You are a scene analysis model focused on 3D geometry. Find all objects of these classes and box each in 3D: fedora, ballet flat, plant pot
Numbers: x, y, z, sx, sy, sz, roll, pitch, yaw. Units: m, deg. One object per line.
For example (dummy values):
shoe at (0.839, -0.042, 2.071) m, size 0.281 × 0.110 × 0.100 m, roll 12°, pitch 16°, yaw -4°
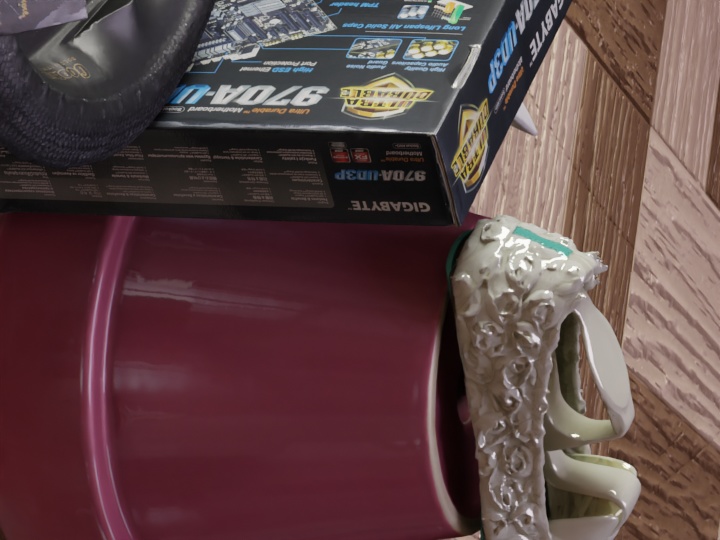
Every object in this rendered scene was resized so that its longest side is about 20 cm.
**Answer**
fedora at (-0.125, -0.132, 1.066) m, size 0.201 × 0.091 × 0.201 m, roll 6°, pitch 90°, yaw -67°
ballet flat at (0.076, 0.069, 1.169) m, size 0.072 × 0.072 × 0.200 m, roll -61°, pitch 149°, yaw -48°
plant pot at (-0.033, 0.037, 1.218) m, size 0.200 × 0.179 × 0.201 m, roll 3°, pitch 90°, yaw -70°

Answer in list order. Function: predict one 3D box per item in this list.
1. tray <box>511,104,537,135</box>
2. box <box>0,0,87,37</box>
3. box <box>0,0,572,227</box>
tray at (0.016, -0.115, 1.420) m, size 0.022 × 0.107 × 0.200 m, roll -62°, pitch 157°, yaw -1°
box at (-0.169, -0.160, 0.890) m, size 0.157 × 0.050 × 0.200 m, roll -16°, pitch 113°, yaw -28°
box at (-0.033, -0.083, 1.166) m, size 0.159 × 0.200 × 0.046 m, roll -63°, pitch 147°, yaw -47°
